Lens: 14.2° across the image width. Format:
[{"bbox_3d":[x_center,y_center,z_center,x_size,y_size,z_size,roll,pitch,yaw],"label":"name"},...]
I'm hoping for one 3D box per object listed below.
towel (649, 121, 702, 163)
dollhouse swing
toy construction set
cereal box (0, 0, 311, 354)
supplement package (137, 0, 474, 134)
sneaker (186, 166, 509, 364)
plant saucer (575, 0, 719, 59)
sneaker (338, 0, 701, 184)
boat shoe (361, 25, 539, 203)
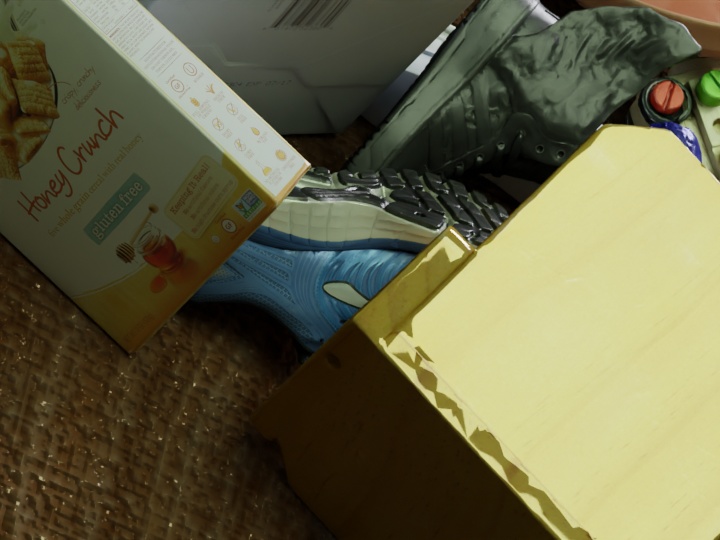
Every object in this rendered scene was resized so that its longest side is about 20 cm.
[{"bbox_3d":[0.149,0.042,1.468,0.049,0.148,0.200,1,52,5],"label":"towel"},{"bbox_3d":[0.096,0.063,1.343,0.200,0.182,0.176,46,56,0],"label":"dollhouse swing"},{"bbox_3d":[0.221,-0.061,1.613,0.131,0.092,0.200,-13,58,-15],"label":"toy construction set"},{"bbox_3d":[-0.136,-0.071,1.315,0.200,0.144,0.040,42,45,-3],"label":"cereal box"},{"bbox_3d":[-0.080,-0.186,1.435,0.191,0.147,0.200,-4,64,-39],"label":"supplement package"},{"bbox_3d":[0.000,0.000,1.407,0.199,0.089,0.079,11,23,-12],"label":"sneaker"},{"bbox_3d":[0.197,-0.169,1.658,0.200,0.032,0.200,9,30,-5],"label":"plant saucer"},{"bbox_3d":[0.072,-0.070,1.466,0.104,0.060,0.200,39,82,-4],"label":"sneaker"},{"bbox_3d":[0.090,-0.082,1.543,0.200,0.074,0.065,30,51,-18],"label":"boat shoe"}]
